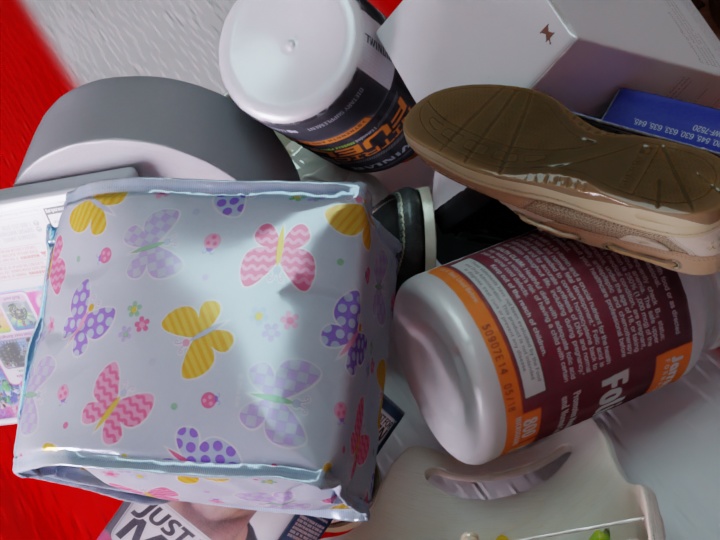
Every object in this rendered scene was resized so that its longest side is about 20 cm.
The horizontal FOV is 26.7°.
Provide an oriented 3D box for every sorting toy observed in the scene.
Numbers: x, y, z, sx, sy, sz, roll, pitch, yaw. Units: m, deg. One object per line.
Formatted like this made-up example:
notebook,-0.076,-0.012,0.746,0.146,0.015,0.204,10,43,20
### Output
sorting toy,0.076,0.150,0.851,0.198,0.108,0.181,-12,32,14

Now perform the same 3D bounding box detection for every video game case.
video game case,-0.211,0.024,1.045,0.198,0.183,0.024,-8,33,20

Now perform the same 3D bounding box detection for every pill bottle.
pill bottle,-0.009,-0.129,1.048,0.105,0.200,0.108,-4,80,22
pill bottle,0.129,0.027,0.894,0.198,0.115,0.114,-20,40,-19

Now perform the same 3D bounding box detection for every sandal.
sandal,0.132,-0.040,0.954,0.076,0.199,0.043,-39,65,45

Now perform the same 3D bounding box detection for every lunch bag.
lunch bag,-0.087,0.042,0.843,0.198,0.127,0.172,2,71,13

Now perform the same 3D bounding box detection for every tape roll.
tape roll,-0.140,-0.039,1.054,0.198,0.201,0.067,-8,46,20

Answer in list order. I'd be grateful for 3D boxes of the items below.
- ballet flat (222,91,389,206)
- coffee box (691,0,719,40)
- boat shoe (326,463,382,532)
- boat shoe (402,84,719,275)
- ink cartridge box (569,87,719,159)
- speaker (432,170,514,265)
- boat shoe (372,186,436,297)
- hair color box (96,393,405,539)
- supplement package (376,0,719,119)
ballet flat,-0.052,-0.085,1.154,0.069,0.070,0.200,-39,44,-13
coffee box,0.308,-0.219,1.066,0.198,0.113,0.080,-7,46,21
boat shoe,-0.053,0.087,0.988,0.074,0.069,0.200,-33,43,-6
boat shoe,0.111,-0.046,0.846,0.199,0.065,0.071,23,56,30
ink cartridge box,0.246,-0.058,0.887,0.196,0.199,0.047,21,87,38
speaker,0.094,-0.090,1.074,0.080,0.082,0.201,-10,46,18
boat shoe,0.000,0.000,0.964,0.067,0.200,0.073,-1,74,-18
hair color box,-0.073,0.135,0.906,0.100,0.061,0.201,32,83,25
supplement package,0.132,-0.136,0.975,0.117,0.199,0.118,-45,59,32
